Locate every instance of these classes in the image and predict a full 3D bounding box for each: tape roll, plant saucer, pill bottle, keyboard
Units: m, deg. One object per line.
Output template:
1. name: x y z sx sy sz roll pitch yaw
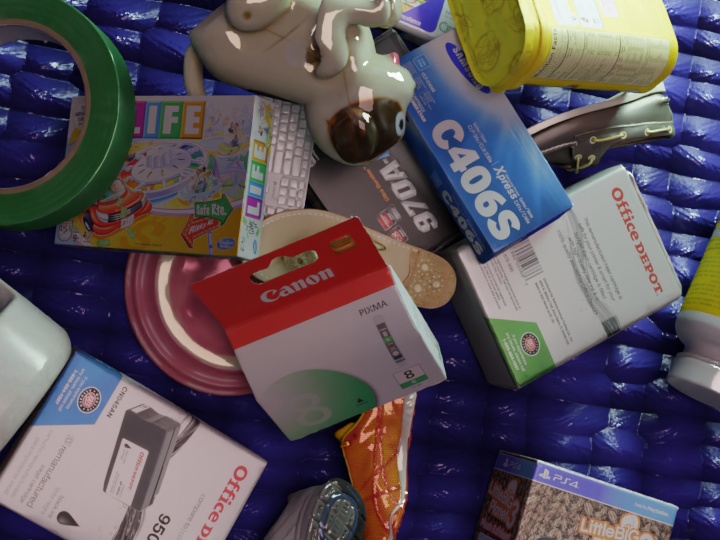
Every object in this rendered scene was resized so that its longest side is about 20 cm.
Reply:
1. tape roll: -0.295 -0.136 1.068 0.198 0.048 0.203 -1 85 7
2. plant saucer: -0.117 0.015 1.149 0.199 0.051 0.203 0 88 -16
3. pill bottle: 0.386 0.036 1.260 0.111 0.111 0.201 29 80 -13
4. keyboard: -0.070 -0.121 1.139 0.056 0.011 0.202 10 82 -13

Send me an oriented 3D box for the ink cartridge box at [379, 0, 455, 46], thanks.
1. ink cartridge box: 0.094 -0.315 1.225 0.197 0.043 0.202 20 84 -15

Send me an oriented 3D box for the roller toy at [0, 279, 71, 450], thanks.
1. roller toy: -0.341 0.089 1.015 0.139 0.200 0.183 39 65 -10

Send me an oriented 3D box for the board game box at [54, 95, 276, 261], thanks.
1. board game box: -0.172 -0.082 1.079 0.198 0.034 0.136 3 85 28

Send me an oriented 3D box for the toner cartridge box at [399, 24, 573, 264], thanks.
1. toner cartridge box: 0.103 -0.117 1.154 0.095 0.043 0.201 -30 84 -17

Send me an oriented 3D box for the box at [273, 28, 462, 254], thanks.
1. box: 0.020 -0.104 1.194 0.158 0.046 0.201 -36 96 -14

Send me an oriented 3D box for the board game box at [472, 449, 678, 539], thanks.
1. board game box: 0.192 0.296 1.202 0.158 0.097 0.202 19 83 -15

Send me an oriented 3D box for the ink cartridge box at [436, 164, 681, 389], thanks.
1. ink cartridge box: 0.193 0.005 1.220 0.199 0.083 0.148 -26 94 -15

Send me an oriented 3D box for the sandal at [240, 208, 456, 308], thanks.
1. sandal: 0.001 -0.006 1.115 0.210 0.070 0.078 12 92 -23

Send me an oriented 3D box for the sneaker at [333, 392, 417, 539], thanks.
1. sneaker: 0.011 0.184 1.179 0.076 0.073 0.202 5 80 0

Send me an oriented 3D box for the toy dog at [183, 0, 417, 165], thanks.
1. toy dog: -0.041 -0.179 1.080 0.200 0.140 0.194 42 92 -2

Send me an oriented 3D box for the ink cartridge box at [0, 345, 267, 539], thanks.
1. ink cartridge box: -0.204 0.179 1.100 0.199 0.084 0.145 32 80 -13

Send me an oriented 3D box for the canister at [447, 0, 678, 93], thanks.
1. canister: 0.191 -0.239 1.169 0.199 0.087 0.150 -2 65 -34

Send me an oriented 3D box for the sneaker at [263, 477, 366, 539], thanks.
1. sneaker: -0.066 0.281 1.117 0.075 0.087 0.201 45 57 -22

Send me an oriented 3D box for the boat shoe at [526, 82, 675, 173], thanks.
1. boat shoe: 0.228 -0.133 1.242 0.200 0.072 0.061 -21 89 -19

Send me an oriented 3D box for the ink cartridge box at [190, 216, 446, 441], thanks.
1. ink cartridge box: -0.032 0.056 1.077 0.160 0.050 0.200 -22 139 10
